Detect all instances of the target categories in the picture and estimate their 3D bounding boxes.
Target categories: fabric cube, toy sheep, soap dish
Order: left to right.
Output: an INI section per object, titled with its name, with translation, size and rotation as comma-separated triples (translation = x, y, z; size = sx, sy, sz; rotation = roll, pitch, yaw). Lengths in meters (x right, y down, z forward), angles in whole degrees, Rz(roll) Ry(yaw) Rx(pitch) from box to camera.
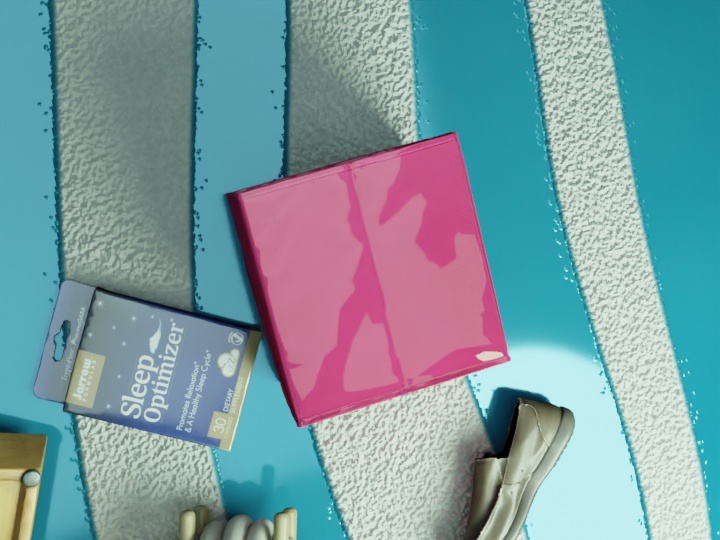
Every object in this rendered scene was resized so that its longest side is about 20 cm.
[soap dish]
translation = -0.370, 0.247, 0.894
size = 0.156, 0.081, 0.202
rotation = 8, 92, -32
[toy sheep]
translation = -0.109, 0.293, 0.942
size = 0.198, 0.138, 0.140
rotation = 0, 94, 9
[fabric cube]
translation = 0.000, 0.000, 0.906
size = 0.198, 0.196, 0.201
rotation = -16, 96, -9

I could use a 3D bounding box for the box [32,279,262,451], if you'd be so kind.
[box]
translation = -0.206, 0.092, 0.961
size = 0.198, 0.032, 0.122
rotation = 15, 91, -9

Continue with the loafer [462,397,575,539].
[loafer]
translation = 0.141, 0.216, 1.015
size = 0.071, 0.073, 0.201
rotation = 30, 83, 0
